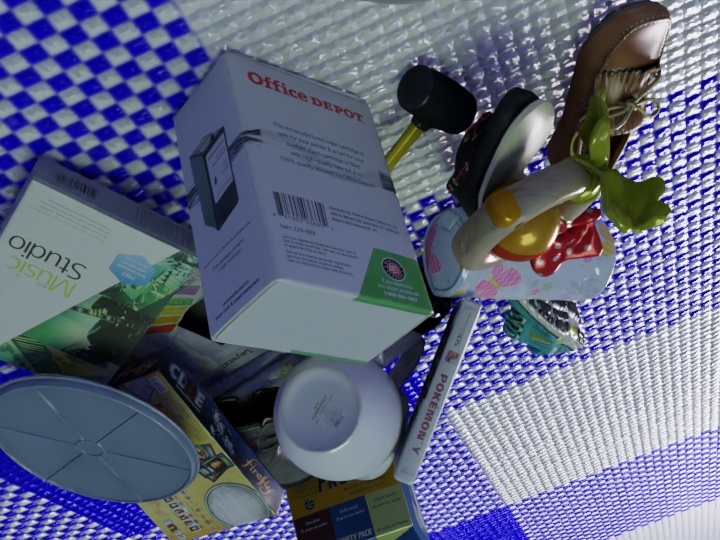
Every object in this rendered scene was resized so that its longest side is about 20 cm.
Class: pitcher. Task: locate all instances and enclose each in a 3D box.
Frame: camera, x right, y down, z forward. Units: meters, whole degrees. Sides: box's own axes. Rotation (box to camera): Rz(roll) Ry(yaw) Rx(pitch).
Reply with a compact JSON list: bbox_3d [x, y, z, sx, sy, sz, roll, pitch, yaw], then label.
[{"bbox_3d":[0.001,0.125,0.959,0.172,0.121,0.200,-61,160,-5],"label":"pitcher"}]

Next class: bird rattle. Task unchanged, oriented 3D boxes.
[{"bbox_3d":[0.141,-0.052,0.774,0.162,0.113,0.200,-21,172,-23],"label":"bird rattle"}]

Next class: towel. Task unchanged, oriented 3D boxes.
[{"bbox_3d":[-0.118,0.151,1.077,0.199,0.048,0.171,-34,153,3],"label":"towel"}]

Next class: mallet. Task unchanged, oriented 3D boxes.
[{"bbox_3d":[0.009,-0.082,0.792,0.200,0.041,0.066,-45,140,13],"label":"mallet"}]

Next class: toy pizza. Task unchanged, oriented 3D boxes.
[{"bbox_3d":[-0.242,0.150,0.881,0.198,0.032,0.201,6,138,6],"label":"toy pizza"}]

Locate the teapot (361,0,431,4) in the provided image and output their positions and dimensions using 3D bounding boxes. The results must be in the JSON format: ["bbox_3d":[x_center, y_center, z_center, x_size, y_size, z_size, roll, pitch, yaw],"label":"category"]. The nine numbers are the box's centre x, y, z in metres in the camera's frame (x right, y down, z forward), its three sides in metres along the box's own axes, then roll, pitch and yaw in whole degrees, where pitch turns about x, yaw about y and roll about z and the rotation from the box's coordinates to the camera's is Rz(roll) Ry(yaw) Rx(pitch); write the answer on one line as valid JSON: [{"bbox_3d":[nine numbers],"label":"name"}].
[{"bbox_3d":[0.004,-0.247,0.493,0.196,0.147,0.200,19,167,-3],"label":"teapot"}]

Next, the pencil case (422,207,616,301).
[{"bbox_3d":[0.161,-0.015,0.967,0.199,0.083,0.091,0,125,-27],"label":"pencil case"}]

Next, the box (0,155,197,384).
[{"bbox_3d":[-0.241,0.014,0.803,0.144,0.036,0.200,27,126,-22],"label":"box"}]

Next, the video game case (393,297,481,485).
[{"bbox_3d":[0.078,0.121,1.000,0.023,0.183,0.200,21,177,5],"label":"video game case"}]

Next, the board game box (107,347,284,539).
[{"bbox_3d":[-0.184,0.176,0.940,0.135,0.035,0.201,-21,118,24],"label":"board game box"}]

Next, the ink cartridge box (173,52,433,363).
[{"bbox_3d":[-0.046,-0.044,0.713,0.145,0.201,0.084,13,139,-39],"label":"ink cartridge box"}]

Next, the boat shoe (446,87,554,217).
[{"bbox_3d":[0.108,-0.096,0.795,0.074,0.063,0.202,-38,167,-11],"label":"boat shoe"}]

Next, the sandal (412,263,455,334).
[{"bbox_3d":[0.051,0.051,1.042,0.200,0.048,0.075,-36,143,26],"label":"sandal"}]

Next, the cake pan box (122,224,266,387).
[{"bbox_3d":[-0.174,0.049,0.929,0.199,0.053,0.184,-30,148,19],"label":"cake pan box"}]

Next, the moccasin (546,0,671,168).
[{"bbox_3d":[0.210,-0.137,0.809,0.073,0.078,0.202,-8,146,-20],"label":"moccasin"}]

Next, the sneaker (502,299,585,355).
[{"bbox_3d":[0.200,0.057,1.106,0.079,0.078,0.200,-20,149,20],"label":"sneaker"}]

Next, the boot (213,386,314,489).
[{"bbox_3d":[-0.088,0.176,1.029,0.199,0.070,0.132,-12,142,-44],"label":"boot"}]

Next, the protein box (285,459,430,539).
[{"bbox_3d":[-0.008,0.269,1.198,0.134,0.201,0.199,-19,148,3],"label":"protein box"}]
